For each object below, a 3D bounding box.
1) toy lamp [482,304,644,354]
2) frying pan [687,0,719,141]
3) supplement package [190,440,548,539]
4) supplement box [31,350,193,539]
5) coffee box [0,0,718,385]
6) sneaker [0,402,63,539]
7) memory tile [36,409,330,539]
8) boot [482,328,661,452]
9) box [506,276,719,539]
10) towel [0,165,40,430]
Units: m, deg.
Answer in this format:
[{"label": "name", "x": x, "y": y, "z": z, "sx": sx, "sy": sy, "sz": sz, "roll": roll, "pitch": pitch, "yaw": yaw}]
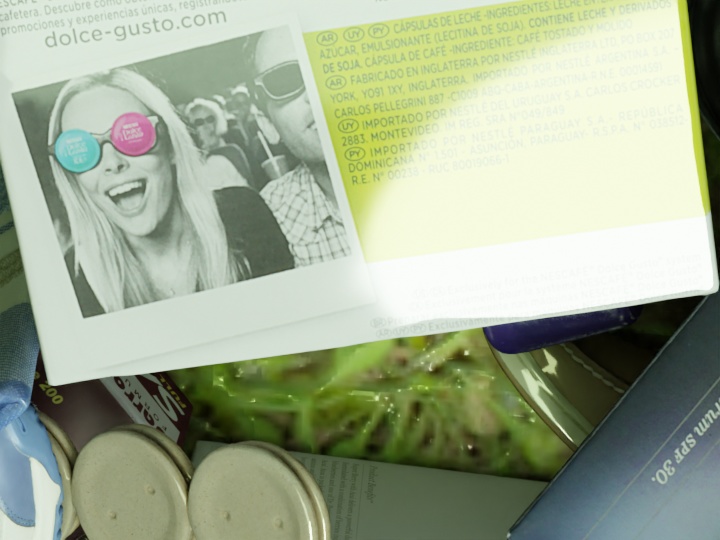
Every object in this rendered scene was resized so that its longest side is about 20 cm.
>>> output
[{"label": "toy lamp", "x": 0.000, "y": 0.000, "z": 0.773, "sx": 0.198, "sy": 0.058, "sz": 0.059, "roll": -1, "pitch": 112, "yaw": 21}, {"label": "frying pan", "x": 0.191, "y": -0.053, "z": 0.755, "sx": 0.115, "sy": 0.031, "sz": 0.190, "roll": -43, "pitch": 81, "yaw": 2}, {"label": "supplement package", "x": 0.025, "y": 0.152, "z": 0.824, "sx": 0.198, "sy": 0.121, "sz": 0.121, "roll": 7, "pitch": 111, "yaw": 1}, {"label": "supplement box", "x": -0.173, "y": 0.077, "z": 0.838, "sx": 0.199, "sy": 0.061, "sz": 0.109, "roll": -34, "pitch": 105, "yaw": 15}, {"label": "coffee box", "x": -0.004, "y": -0.105, "z": 0.687, "sx": 0.198, "sy": 0.200, "sz": 0.200, "roll": -8, "pitch": 110, "yaw": 6}, {"label": "sneaker", "x": -0.167, "y": 0.118, "z": 0.747, "sx": 0.075, "sy": 0.088, "sz": 0.201, "roll": 39, "pitch": 122, "yaw": 20}, {"label": "memory tile", "x": -0.090, "y": 0.121, "z": 0.759, "sx": 0.198, "sy": 0.017, "sz": 0.155, "roll": 6, "pitch": 108, "yaw": 33}, {"label": "boot", "x": 0.158, "y": 0.025, "z": 0.798, "sx": 0.199, "sy": 0.072, "sz": 0.155, "roll": 32, "pitch": 109, "yaw": -14}, {"label": "box", "x": 0.188, "y": 0.067, "z": 0.669, "sx": 0.198, "sy": 0.123, "sz": 0.201, "roll": 41, "pitch": 102, "yaw": 13}, {"label": "towel", "x": -0.148, "y": 0.015, "z": 0.734, "sx": 0.146, "sy": 0.201, "sz": 0.024, "roll": -32, "pitch": 119, "yaw": 20}]
